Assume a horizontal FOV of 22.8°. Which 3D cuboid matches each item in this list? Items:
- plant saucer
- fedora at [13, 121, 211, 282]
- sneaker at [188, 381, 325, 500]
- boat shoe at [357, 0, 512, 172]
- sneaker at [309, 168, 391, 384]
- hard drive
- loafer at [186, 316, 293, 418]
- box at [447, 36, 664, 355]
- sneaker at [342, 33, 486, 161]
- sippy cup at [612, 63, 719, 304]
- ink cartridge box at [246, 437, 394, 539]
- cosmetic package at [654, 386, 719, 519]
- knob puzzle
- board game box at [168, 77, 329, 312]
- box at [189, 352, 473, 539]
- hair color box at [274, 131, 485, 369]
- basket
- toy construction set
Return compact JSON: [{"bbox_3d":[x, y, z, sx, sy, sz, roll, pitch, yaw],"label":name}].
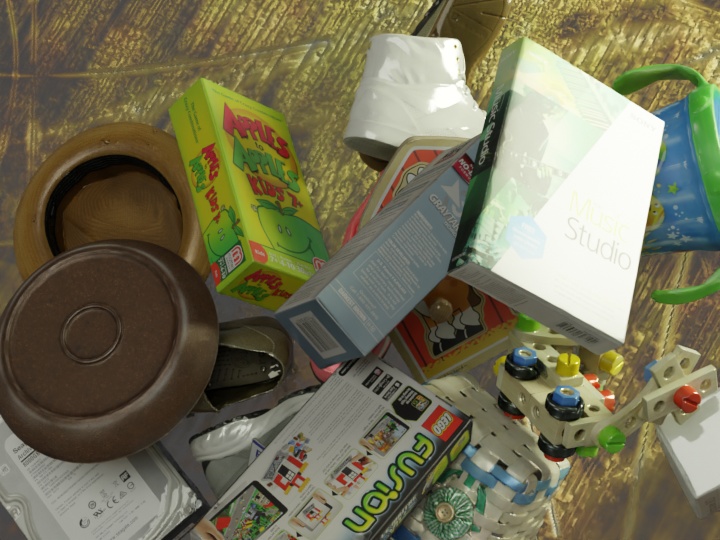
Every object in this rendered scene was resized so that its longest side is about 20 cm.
[{"bbox_3d":[-0.215,0.058,1.462,0.199,0.035,0.202,-5,64,10],"label":"plant saucer"},{"bbox_3d":[-0.205,-0.029,1.567,0.199,0.082,0.202,-5,70,14],"label":"fedora"},{"bbox_3d":[-0.047,0.140,1.469,0.199,0.074,0.080,-26,80,30],"label":"sneaker"},{"bbox_3d":[0.064,-0.172,1.560,0.073,0.065,0.201,36,90,-8],"label":"boat shoe"},{"bbox_3d":[0.000,0.000,1.507,0.073,0.087,0.201,18,77,19],"label":"sneaker"},{"bbox_3d":[-0.239,0.174,1.534,0.140,0.038,0.200,-40,68,-2],"label":"hard drive"},{"bbox_3d":[-0.149,0.085,1.492,0.199,0.067,0.077,-17,106,-10],"label":"loafer"},{"bbox_3d":[0.149,-0.057,1.330,0.144,0.036,0.201,27,59,-23],"label":"box"},{"bbox_3d":[0.089,-0.135,1.495,0.199,0.074,0.116,17,76,-22],"label":"sneaker"},{"bbox_3d":[0.243,-0.070,1.458,0.129,0.140,0.178,-15,33,19],"label":"sippy cup"},{"bbox_3d":[-0.013,0.240,1.386,0.196,0.201,0.043,34,44,20],"label":"ink cartridge box"},{"bbox_3d":[0.333,0.111,1.387,0.199,0.101,0.072,-28,69,4],"label":"cosmetic package"},{"bbox_3d":[0.085,-0.019,1.458,0.218,0.030,0.221,-2,108,-7],"label":"knob puzzle"},{"bbox_3d":[-0.092,-0.061,1.512,0.048,0.101,0.201,-39,51,29],"label":"board game box"},{"bbox_3d":[-0.019,0.156,1.299,0.110,0.035,0.200,33,61,20],"label":"box"},{"bbox_3d":[0.035,-0.017,1.351,0.200,0.099,0.061,-45,99,-21],"label":"hair color box"},{"bbox_3d":[0.054,0.193,1.415,0.176,0.139,0.201,38,117,22],"label":"basket"},{"bbox_3d":[0.179,0.087,1.376,0.130,0.200,0.093,-6,105,-26],"label":"toy construction set"}]
